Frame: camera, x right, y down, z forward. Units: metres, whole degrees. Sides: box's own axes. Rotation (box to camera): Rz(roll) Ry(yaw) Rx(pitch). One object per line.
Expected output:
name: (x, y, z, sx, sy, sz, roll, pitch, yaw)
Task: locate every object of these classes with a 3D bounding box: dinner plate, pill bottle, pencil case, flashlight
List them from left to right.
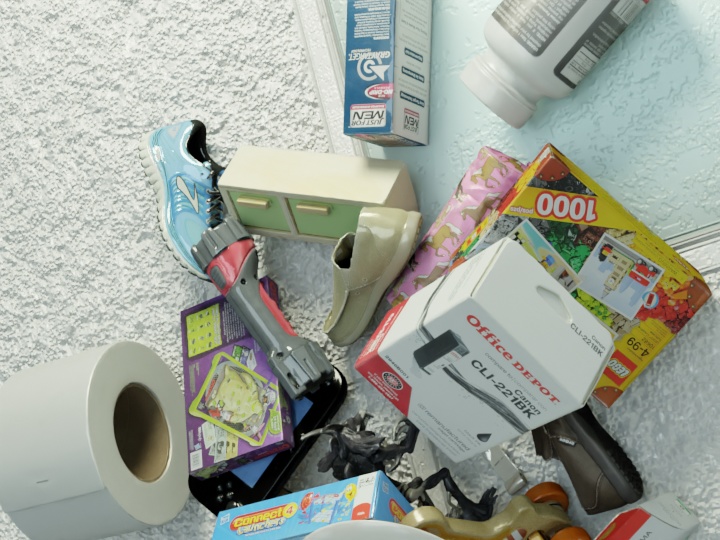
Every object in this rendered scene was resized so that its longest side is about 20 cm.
flashlight: (-0.099, 0.040, 1.410, 0.067, 0.068, 0.201, -38, 77, 1)
dinner plate: (0.028, 0.306, 1.267, 0.198, 0.201, 0.024, -9, 41, 24)
pencil case: (0.107, -0.027, 1.348, 0.082, 0.087, 0.201, 32, 101, 2)
pill bottle: (0.190, -0.240, 1.307, 0.111, 0.110, 0.200, 46, 106, 20)

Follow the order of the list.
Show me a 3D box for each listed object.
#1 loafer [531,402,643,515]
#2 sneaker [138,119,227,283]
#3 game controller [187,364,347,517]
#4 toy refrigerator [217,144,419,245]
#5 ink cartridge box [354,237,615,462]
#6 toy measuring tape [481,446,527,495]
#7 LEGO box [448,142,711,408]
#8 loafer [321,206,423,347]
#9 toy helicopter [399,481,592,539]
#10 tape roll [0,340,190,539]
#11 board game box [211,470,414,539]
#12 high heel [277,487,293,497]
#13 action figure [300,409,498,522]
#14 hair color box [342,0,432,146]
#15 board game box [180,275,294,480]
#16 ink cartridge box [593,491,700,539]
loafer: (0.191, 0.154, 1.307, 0.071, 0.073, 0.201, -40, 71, 18)
sneaker: (-0.179, -0.080, 1.494, 0.089, 0.078, 0.202, -26, 77, 18)
game controller: (-0.100, 0.174, 1.428, 0.104, 0.042, 0.201, 32, 79, 27)
toy refrigerator: (-0.046, -0.074, 1.416, 0.197, 0.076, 0.070, 9, 51, 25)
ink cartridge box: (0.110, 0.077, 1.222, 0.144, 0.084, 0.200, 43, 142, -9)
toy measuring tape: (0.093, 0.143, 1.356, 0.073, 0.073, 0.201, -42, 71, 17)
LEGO box: (0.204, 0.004, 1.264, 0.199, 0.077, 0.149, 39, 105, -6)
loafer: (0.000, 0.000, 1.368, 0.068, 0.076, 0.201, 27, 133, -4)
toy helicopter: (0.117, 0.266, 1.283, 0.133, 0.198, 0.079, -59, 33, 24)
tape roll: (-0.291, 0.191, 1.464, 0.138, 0.202, 0.206, -15, 81, 24)
board game box: (-0.016, 0.298, 1.332, 0.194, 0.201, 0.056, -18, 38, 26)
high heel: (-0.062, 0.233, 1.431, 0.199, 0.071, 0.144, -33, 65, 17)
action figure: (0.036, 0.190, 1.328, 0.199, 0.103, 0.118, 39, 137, -19)
hair color box: (0.029, -0.235, 1.388, 0.060, 0.100, 0.203, 0, 87, 25)
board game box: (-0.136, 0.114, 1.445, 0.119, 0.032, 0.202, -24, 54, 24)
ink cartridge box: (0.223, 0.280, 1.216, 0.050, 0.199, 0.161, 44, 106, 20)
